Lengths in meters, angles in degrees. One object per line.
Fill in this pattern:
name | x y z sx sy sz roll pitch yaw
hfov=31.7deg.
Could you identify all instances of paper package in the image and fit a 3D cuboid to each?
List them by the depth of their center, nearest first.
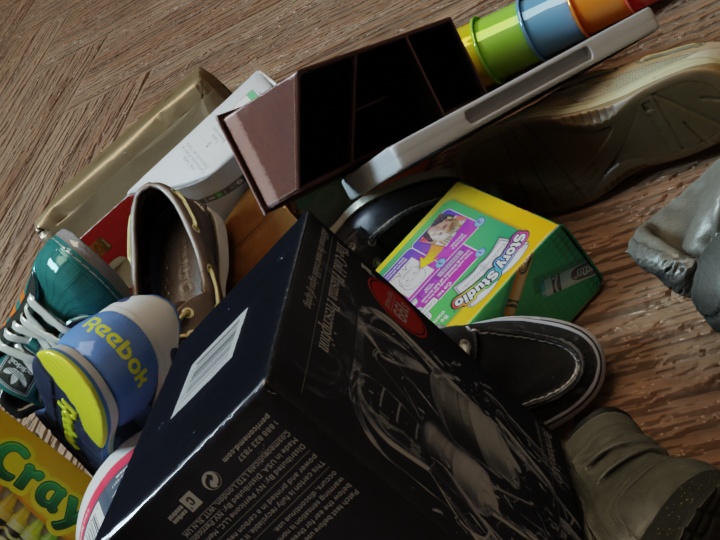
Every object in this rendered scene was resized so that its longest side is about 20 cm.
paper package | -0.168 -0.075 1.080 0.190 0.104 0.200 -41 12 1

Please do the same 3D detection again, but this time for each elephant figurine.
elephant figurine | 0.199 -0.012 0.599 0.141 0.156 0.200 28 63 34

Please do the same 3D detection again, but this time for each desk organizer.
desk organizer | 0.001 -0.112 0.871 0.077 0.072 0.200 -25 4 39

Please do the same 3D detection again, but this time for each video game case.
video game case | 0.089 -0.109 0.851 0.199 0.018 0.143 -29 3 -14

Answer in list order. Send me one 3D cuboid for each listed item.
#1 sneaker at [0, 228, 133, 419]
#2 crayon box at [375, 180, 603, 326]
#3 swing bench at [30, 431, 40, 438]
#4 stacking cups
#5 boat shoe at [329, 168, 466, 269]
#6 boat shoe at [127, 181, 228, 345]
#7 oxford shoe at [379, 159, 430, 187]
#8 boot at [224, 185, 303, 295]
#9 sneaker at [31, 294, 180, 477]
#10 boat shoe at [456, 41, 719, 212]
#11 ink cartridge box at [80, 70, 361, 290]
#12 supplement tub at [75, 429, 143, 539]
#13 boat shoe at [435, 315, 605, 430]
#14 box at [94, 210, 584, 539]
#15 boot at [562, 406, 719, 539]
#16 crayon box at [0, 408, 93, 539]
sneaker | -0.197 0.046 0.815 0.080 0.071 0.200 -49 -5 -28
crayon box | 0.041 0.045 0.789 0.200 0.058 0.119 -47 32 -7
swing bench | -0.277 0.215 0.878 0.198 0.130 0.201 4 59 49
stacking cups | 0.145 -0.195 0.962 0.199 0.061 0.061 -25 35 26
boat shoe | 0.000 0.000 0.902 0.199 0.073 0.063 -31 59 18
boat shoe | -0.115 0.033 0.822 0.071 0.059 0.202 -23 57 20
oxford shoe | 0.003 -0.142 1.045 0.071 0.073 0.200 -39 31 6
boot | -0.088 0.054 0.872 0.200 0.068 0.189 -45 39 13
sneaker | -0.147 0.076 0.768 0.082 0.074 0.200 -45 -4 -25
boat shoe | 0.156 -0.095 0.827 0.199 0.072 0.065 -20 25 33
ink cartridge box | -0.106 -0.036 0.956 0.200 0.161 0.050 -44 62 -1
supplement tub | -0.068 0.177 0.670 0.140 0.140 0.200 -43 31 -1
boat shoe | 0.039 0.061 0.688 0.198 0.068 0.073 -5 80 -1
box | 0.003 0.095 0.560 0.104 0.182 0.200 -44 13 16
boot | 0.097 0.160 0.599 0.200 0.068 0.130 -47 21 -11
crayon box | -0.215 0.195 0.752 0.173 0.200 0.058 -56 20 -21
